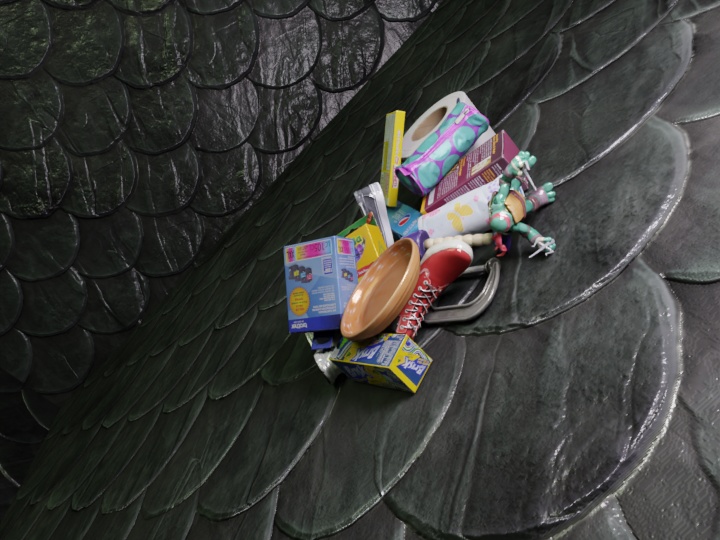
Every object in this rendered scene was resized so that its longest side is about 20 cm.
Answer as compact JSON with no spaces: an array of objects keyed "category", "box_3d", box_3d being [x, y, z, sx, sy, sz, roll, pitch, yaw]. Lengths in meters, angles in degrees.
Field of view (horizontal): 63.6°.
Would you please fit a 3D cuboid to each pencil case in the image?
[{"category":"pencil case","box_3d":[0.200,-0.097,1.058,0.198,0.090,0.085,-27,73,36]},{"category":"pencil case","box_3d":[0.160,-0.242,1.152,0.200,0.085,0.093,-47,-22,-3]}]

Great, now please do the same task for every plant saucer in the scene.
[{"category":"plant saucer","box_3d":[0.038,0.037,0.991,0.201,0.037,0.201,-50,16,20]}]

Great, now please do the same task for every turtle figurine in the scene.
[{"category":"turtle figurine","box_3d":[0.247,-0.105,0.906,0.099,0.152,0.200,-9,25,33]}]

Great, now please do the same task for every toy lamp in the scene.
[{"category":"toy lamp","box_3d":[0.158,-0.049,1.011,0.196,0.059,0.059,-6,42,33]}]

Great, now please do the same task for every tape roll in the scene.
[{"category":"tape roll","box_3d":[0.197,-0.280,1.312,0.202,0.139,0.204,-38,24,20]}]

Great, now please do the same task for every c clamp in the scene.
[{"category":"c clamp","box_3d":[0.171,0.020,0.999,0.172,0.027,0.199,-56,22,-20]}]

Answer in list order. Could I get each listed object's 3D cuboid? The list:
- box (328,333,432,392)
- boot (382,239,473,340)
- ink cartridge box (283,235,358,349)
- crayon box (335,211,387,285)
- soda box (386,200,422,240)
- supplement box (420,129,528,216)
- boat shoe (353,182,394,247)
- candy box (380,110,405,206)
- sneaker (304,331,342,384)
[{"category":"box","box_3d":[0.028,0.151,0.984,0.065,0.070,0.199,-55,23,-22]},{"category":"boot","box_3d":[0.110,0.047,0.968,0.200,0.072,0.146,-43,23,45]},{"category":"ink cartridge box","box_3d":[-0.073,0.046,1.121,0.134,0.076,0.205,-9,84,34]},{"category":"crayon box","box_3d":[0.000,0.000,1.147,0.126,0.050,0.204,-31,71,30]},{"category":"soda box","box_3d":[0.105,-0.094,1.260,0.064,0.068,0.200,-46,22,2]},{"category":"supplement box","box_3d":[0.222,-0.164,1.138,0.198,0.086,0.111,-33,25,33]},{"category":"boat shoe","box_3d":[0.028,-0.089,1.228,0.066,0.202,0.072,-18,44,-3]},{"category":"candy box","box_3d":[0.069,-0.250,1.305,0.102,0.026,0.205,-139,52,-74]},{"category":"sneaker","box_3d":[-0.059,0.152,1.169,0.079,0.074,0.200,-35,27,-3]}]
